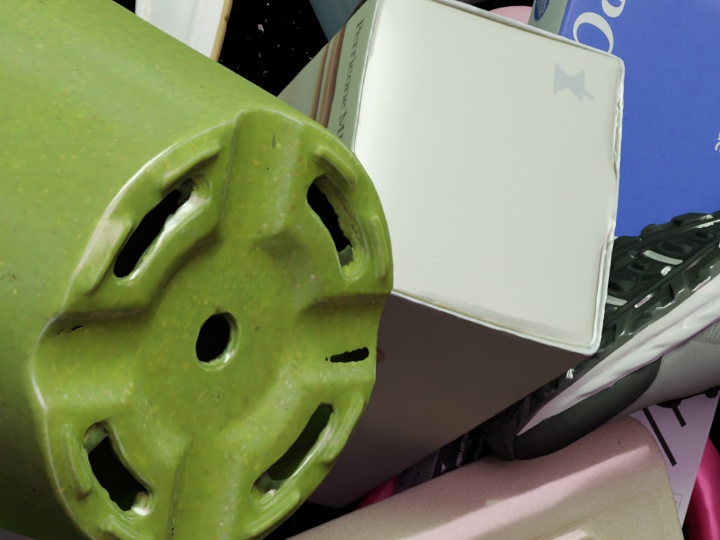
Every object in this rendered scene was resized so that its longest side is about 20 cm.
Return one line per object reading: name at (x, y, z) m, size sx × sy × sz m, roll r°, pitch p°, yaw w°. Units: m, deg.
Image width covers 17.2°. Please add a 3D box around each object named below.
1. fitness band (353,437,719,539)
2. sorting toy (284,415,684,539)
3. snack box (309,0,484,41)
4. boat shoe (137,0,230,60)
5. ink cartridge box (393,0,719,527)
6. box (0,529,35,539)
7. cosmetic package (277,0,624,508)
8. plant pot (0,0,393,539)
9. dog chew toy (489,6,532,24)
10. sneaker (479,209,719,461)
fitness band at (0.063, 0.118, 0.855) m, size 0.143 × 0.037 × 0.200 m, roll 40°, pitch 60°, yaw -4°
sorting toy at (0.042, 0.169, 0.775) m, size 0.184 × 0.036 × 0.201 m, roll -20°, pitch 101°, yaw -19°
snack box at (0.047, -0.198, 0.948) m, size 0.199 × 0.068 × 0.169 m, roll -19°, pitch 79°, yaw -26°
boat shoe at (-0.075, -0.139, 0.845) m, size 0.069 × 0.071 × 0.201 m, roll 7°, pitch 84°, yaw -8°
ink cartridge box at (0.085, -0.001, 0.823) m, size 0.094 × 0.044 × 0.201 m, roll 16°, pitch 90°, yaw -13°
box at (-0.115, 0.143, 0.700) m, size 0.200 × 0.038 × 0.137 m, roll -6°, pitch 75°, yaw -65°
cosmetic package at (0.000, 0.000, 0.778) m, size 0.087 × 0.200 × 0.104 m, roll 17°, pitch 64°, yaw -18°
plant pot at (-0.096, -0.005, 0.660) m, size 0.200 × 0.189 × 0.201 m, roll -22°, pitch 122°, yaw -41°
dog chew toy at (0.117, -0.072, 0.904) m, size 0.199 × 0.125 × 0.125 m, roll -12°, pitch 75°, yaw -16°
sneaker at (0.131, 0.014, 0.777) m, size 0.199 × 0.074 × 0.080 m, roll -28°, pitch 108°, yaw -10°
